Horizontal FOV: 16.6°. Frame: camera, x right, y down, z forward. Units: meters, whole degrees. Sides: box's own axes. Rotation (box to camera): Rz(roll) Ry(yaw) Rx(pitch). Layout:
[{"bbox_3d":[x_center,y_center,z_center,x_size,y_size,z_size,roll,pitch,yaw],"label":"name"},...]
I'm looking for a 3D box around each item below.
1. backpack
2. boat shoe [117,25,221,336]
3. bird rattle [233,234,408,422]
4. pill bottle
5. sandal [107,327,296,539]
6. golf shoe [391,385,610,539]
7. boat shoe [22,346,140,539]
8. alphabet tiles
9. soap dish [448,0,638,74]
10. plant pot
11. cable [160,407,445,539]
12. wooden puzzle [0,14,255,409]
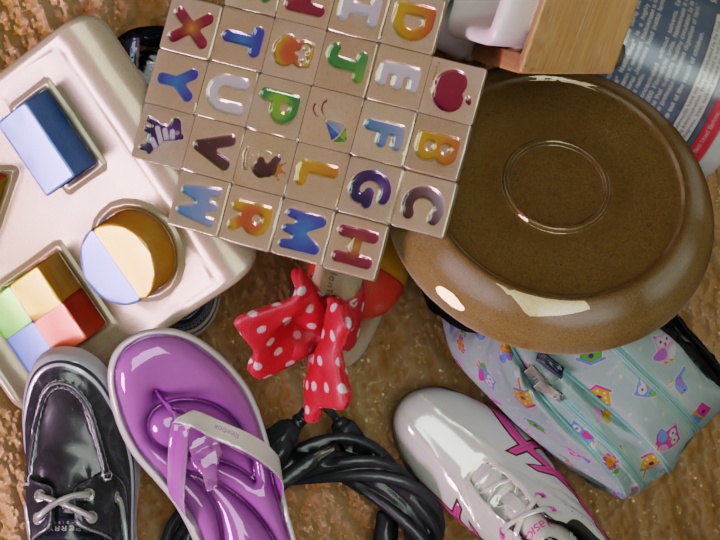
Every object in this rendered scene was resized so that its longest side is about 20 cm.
[{"bbox_3d":[0.134,0.045,1.548,0.200,0.167,0.127,43,92,-15],"label":"backpack"},{"bbox_3d":[-0.123,-0.056,1.531,0.074,0.093,0.202,-10,90,-8],"label":"boat shoe"},{"bbox_3d":[0.000,0.000,1.513,0.112,0.163,0.202,7,78,13],"label":"bird rattle"},{"bbox_3d":[0.149,-0.146,1.561,0.199,0.120,0.120,23,86,-8],"label":"pill bottle"},{"bbox_3d":[-0.083,0.125,1.495,0.082,0.050,0.204,-30,105,-10],"label":"sandal"},{"bbox_3d":[0.103,0.147,1.563,0.200,0.092,0.073,43,84,-4],"label":"golf shoe"},{"bbox_3d":[-0.174,0.149,1.506,0.071,0.068,0.202,0,106,8],"label":"boat shoe"},{"bbox_3d":[-0.031,-0.091,1.429,0.199,0.006,0.168,15,89,16],"label":"alphabet tiles"},{"bbox_3d":[0.126,-0.208,1.424,0.081,0.157,0.201,18,95,-10],"label":"soap dish"},{"bbox_3d":[0.113,-0.045,1.444,0.198,0.028,0.201,4,58,-6],"label":"plant pot"},{"bbox_3d":[-0.043,0.195,1.566,0.200,0.051,0.163,-46,103,-3],"label":"cable"},{"bbox_3d":[-0.189,-0.028,1.500,0.199,0.046,0.186,-32,94,26],"label":"wooden puzzle"}]
